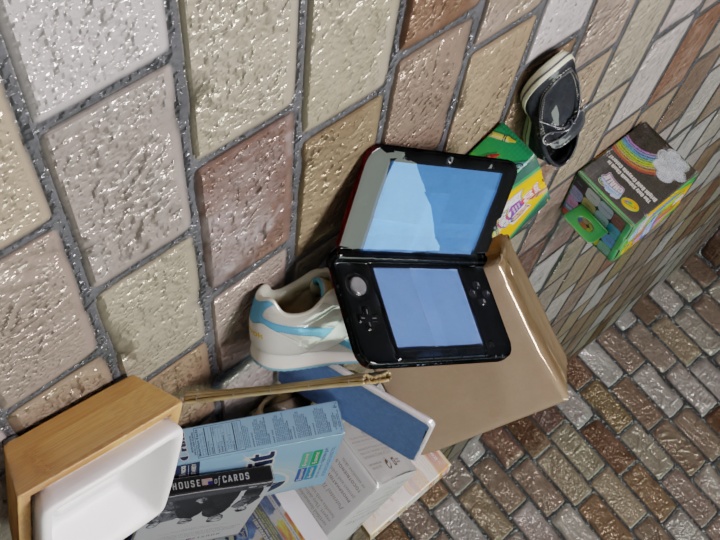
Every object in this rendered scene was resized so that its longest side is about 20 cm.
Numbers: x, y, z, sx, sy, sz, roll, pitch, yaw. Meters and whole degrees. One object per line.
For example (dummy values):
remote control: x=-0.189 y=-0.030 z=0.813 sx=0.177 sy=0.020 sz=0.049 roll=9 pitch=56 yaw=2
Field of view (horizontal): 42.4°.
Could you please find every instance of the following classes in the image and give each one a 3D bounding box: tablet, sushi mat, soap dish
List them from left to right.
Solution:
soap dish: x=-0.248 y=0.192 z=0.849 sx=0.156 sy=0.081 sz=0.201 roll=-29 pitch=158 yaw=-34
sushi mat: x=-0.072 y=0.120 z=0.952 sx=0.196 sy=0.012 sz=0.096 roll=-8 pitch=172 yaw=16
tablet: x=-0.010 y=0.147 z=1.069 sx=0.014 sy=0.198 sz=0.131 roll=-55 pitch=169 yaw=-28

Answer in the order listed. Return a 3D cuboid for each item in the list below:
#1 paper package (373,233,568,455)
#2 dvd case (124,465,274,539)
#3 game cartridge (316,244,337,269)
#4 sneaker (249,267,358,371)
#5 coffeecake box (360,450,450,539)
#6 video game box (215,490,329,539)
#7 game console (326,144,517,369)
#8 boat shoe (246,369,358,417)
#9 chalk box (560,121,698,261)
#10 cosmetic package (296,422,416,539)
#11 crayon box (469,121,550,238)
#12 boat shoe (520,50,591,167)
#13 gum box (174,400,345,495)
paper package: x=0.121 y=0.088 z=1.088 sx=0.198 sy=0.193 sz=0.104 roll=-25 pitch=-168 yaw=21
dvd case: x=-0.197 y=0.287 z=1.104 sx=0.148 sy=0.025 sz=0.201 roll=-4 pitch=150 yaw=-24
game cartridge: x=0.000 y=0.000 z=1.013 sx=0.201 sy=0.041 sz=0.133 roll=-51 pitch=164 yaw=24
sneaker: x=-0.014 y=0.041 z=0.926 sx=0.196 sy=0.077 sz=0.082 roll=-11 pitch=126 yaw=-20
coffeecake box: x=0.047 y=0.375 z=1.740 sx=0.199 sy=0.154 sz=0.073 roll=-37 pitch=162 yaw=-13
video game box: x=-0.144 y=0.356 z=1.239 sx=0.046 sy=0.201 sz=0.183 roll=-7 pitch=141 yaw=-53
game console: x=0.080 y=-0.009 z=0.897 sx=0.197 sy=0.175 sz=0.119 roll=1 pitch=150 yaw=-36
boat shoe: x=-0.062 y=0.169 z=1.203 sx=0.198 sy=0.073 sz=0.065 roll=-17 pitch=151 yaw=-41
chalk box: x=0.405 y=-0.111 z=1.462 sx=0.199 sy=0.125 sz=0.124 roll=-35 pitch=160 yaw=-17
cosmetic package: x=-0.058 y=0.298 z=1.339 sx=0.200 sy=0.167 sz=0.167 roll=-46 pitch=161 yaw=14
crayon box: x=0.158 y=-0.087 z=1.106 sx=0.119 sy=0.058 sz=0.200 roll=-44 pitch=162 yaw=5
boat shoe: x=0.219 y=-0.176 z=1.035 sx=0.074 sy=0.062 sz=0.200 roll=-38 pitch=160 yaw=-6
gum box: x=-0.129 y=0.226 z=1.107 sx=0.196 sy=0.045 sz=0.171 roll=-7 pitch=150 yaw=-17
